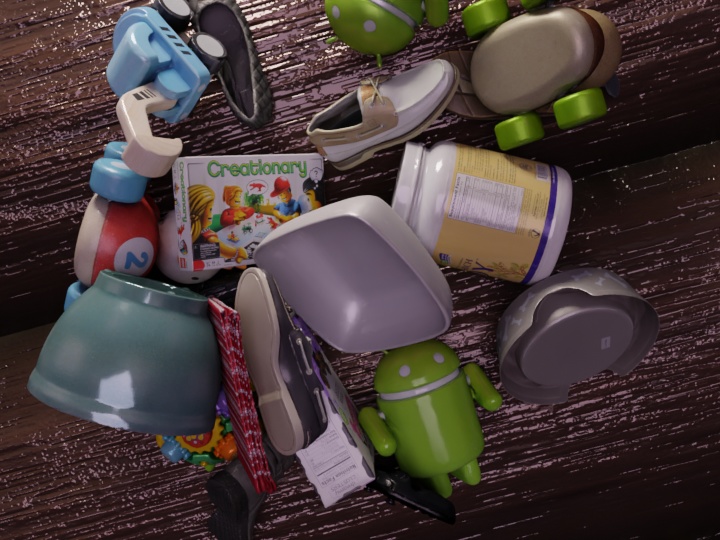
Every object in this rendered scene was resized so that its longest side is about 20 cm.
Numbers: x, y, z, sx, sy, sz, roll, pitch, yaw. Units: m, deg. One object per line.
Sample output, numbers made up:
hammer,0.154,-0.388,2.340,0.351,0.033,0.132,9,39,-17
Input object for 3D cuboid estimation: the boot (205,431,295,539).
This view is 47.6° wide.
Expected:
boot,-0.129,0.282,1.047,0.067,0.130,0.201,34,141,22

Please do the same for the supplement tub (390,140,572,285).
supplement tub,0.137,-0.072,0.976,0.197,0.145,0.147,13,96,0

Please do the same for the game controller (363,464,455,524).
game controller,0.052,0.273,0.993,0.104,0.200,0.042,34,77,-1

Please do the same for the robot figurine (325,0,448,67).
robot figurine,0.032,-0.345,0.954,0.174,0.115,0.202,28,98,21

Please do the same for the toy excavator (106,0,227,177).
toy excavator,-0.236,-0.205,0.923,0.195,0.200,0.100,49,127,3

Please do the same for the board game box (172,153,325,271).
board game box,-0.126,-0.073,0.975,0.198,0.034,0.128,-9,99,-41

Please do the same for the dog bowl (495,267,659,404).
dog bowl,0.254,0.078,0.986,0.197,0.059,0.202,-9,137,-9

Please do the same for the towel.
towel,-0.134,0.131,0.893,0.022,0.144,0.203,-13,97,-17

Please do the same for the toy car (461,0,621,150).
toy car,0.238,-0.249,0.953,0.157,0.199,0.166,-15,94,46

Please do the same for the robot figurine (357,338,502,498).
robot figurine,0.085,0.176,1.018,0.173,0.116,0.203,-19,94,-15

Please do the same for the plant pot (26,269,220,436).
plant pot,-0.235,0.078,0.867,0.198,0.200,0.136,16,91,-1

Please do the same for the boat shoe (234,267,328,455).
boat shoe,-0.083,0.093,0.884,0.072,0.062,0.203,-15,89,47

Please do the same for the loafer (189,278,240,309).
loafer,-0.198,0.047,1.041,0.198,0.068,0.071,-11,66,7

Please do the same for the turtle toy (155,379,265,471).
turtle toy,-0.199,0.162,1.021,0.144,0.101,0.203,-3,104,1

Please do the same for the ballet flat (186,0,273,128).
ballet flat,-0.159,-0.272,1.003,0.066,0.057,0.202,-25,95,3

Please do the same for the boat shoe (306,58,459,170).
boat shoe,0.023,-0.189,0.962,0.199,0.075,0.068,-31,137,28

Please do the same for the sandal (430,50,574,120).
sandal,0.172,-0.220,1.008,0.197,0.054,0.082,1,85,-14

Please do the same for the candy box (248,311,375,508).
candy box,-0.060,0.159,0.992,0.071,0.168,0.202,-30,95,2

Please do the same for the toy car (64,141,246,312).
toy car,-0.231,-0.031,0.985,0.197,0.177,0.187,14,107,-13

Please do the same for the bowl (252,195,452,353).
bowl,0.000,0.000,0.947,0.198,0.075,0.200,-16,124,41
